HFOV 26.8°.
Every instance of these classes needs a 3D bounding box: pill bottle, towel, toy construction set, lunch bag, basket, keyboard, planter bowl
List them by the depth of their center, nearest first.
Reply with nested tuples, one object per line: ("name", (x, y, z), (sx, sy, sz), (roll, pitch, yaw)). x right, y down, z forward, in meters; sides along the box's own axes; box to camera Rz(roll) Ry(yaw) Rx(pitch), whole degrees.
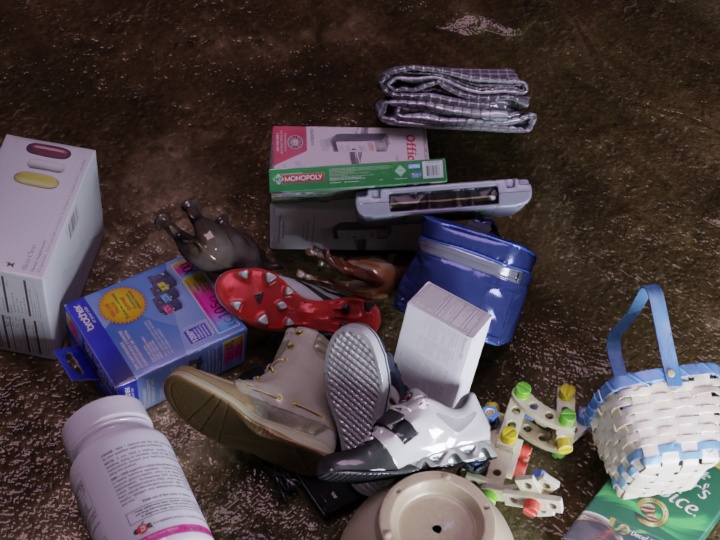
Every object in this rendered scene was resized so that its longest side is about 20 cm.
("planter bowl", (0.072, 0.288, 1.546), (0.200, 0.135, 0.200), (2, 50, -3))
("pill bottle", (-0.236, 0.235, 1.574), (0.113, 0.113, 0.200), (-18, 55, -19))
("basket", (0.311, 0.134, 1.619), (0.139, 0.176, 0.200), (-10, 69, -8))
("toy construction set", (0.181, 0.201, 1.653), (0.131, 0.092, 0.200), (18, 34, 7))
("keyboard", (-0.078, 0.194, 1.678), (0.104, 0.040, 0.200), (-19, 60, -33))
("lunch bag", (0.129, 0.004, 1.739), (0.136, 0.200, 0.132), (20, 93, 9))
("towel", (0.120, -0.223, 1.938), (0.200, 0.166, 0.086), (3, 96, -2))

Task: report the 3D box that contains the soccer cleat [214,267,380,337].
("soccer cleat", (-0.075, 0.043, 1.744), (0.200, 0.085, 0.069), (11, 83, -15))

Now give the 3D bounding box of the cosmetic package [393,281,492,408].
("cosmetic package", (0.080, 0.111, 1.645), (0.083, 0.200, 0.051), (30, 46, 18))

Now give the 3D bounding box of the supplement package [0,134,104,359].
("supplement package", (-0.382, -0.028, 1.747), (0.111, 0.156, 0.200), (10, 51, 3))

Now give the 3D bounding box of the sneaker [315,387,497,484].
("sneaker", (0.040, 0.170, 1.560), (0.200, 0.074, 0.089), (-7, 80, -26))

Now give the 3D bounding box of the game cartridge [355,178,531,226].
("game cartridge", (0.093, -0.078, 1.756), (0.200, 0.133, 0.040), (-4, 90, 0))

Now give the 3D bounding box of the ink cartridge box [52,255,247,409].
("ink cartridge box", (-0.248, 0.080, 1.725), (0.200, 0.076, 0.136), (-26, 58, -21))

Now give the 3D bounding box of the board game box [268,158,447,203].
("board game box", (-0.007, -0.102, 1.750), (0.200, 0.135, 0.029), (-4, 88, -4))

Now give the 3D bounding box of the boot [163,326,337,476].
("boot", (-0.105, 0.121, 1.651), (0.200, 0.072, 0.155), (27, 48, -9))

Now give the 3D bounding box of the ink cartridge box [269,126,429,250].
("ink cartridge box", (-0.012, -0.103, 1.888), (0.200, 0.085, 0.146), (1, 52, -6))

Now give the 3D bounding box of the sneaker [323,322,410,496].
("sneaker", (0.013, 0.139, 1.627), (0.078, 0.200, 0.079), (8, 27, 30))

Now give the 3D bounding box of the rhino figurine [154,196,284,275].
("rhino figurine", (-0.153, -0.023, 1.766), (0.060, 0.200, 0.087), (-49, 62, 9))

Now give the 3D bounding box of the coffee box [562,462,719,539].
("coffee box", (0.318, 0.265, 1.644), (0.123, 0.044, 0.200), (33, 55, 22))

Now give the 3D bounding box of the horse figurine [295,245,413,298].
("horse figurine", (0.000, 0.000, 1.778), (0.133, 0.200, 0.050), (14, 95, 6))
